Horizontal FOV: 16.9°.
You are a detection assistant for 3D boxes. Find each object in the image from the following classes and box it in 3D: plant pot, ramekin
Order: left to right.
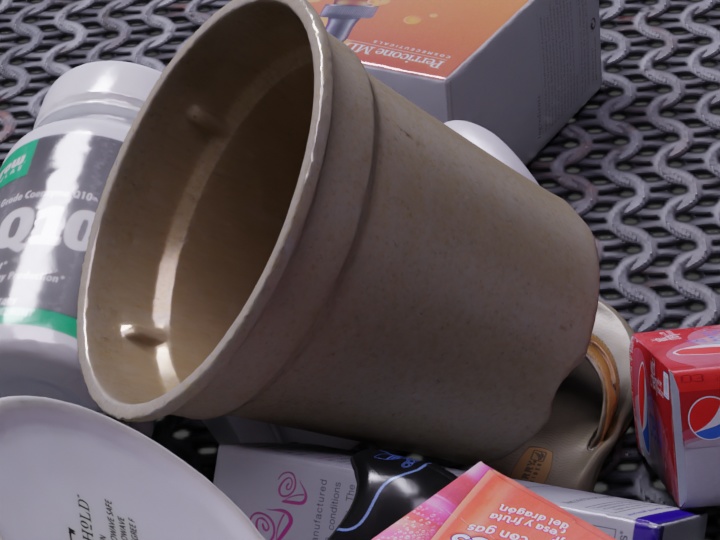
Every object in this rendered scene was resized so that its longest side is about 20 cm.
[{"bbox_3d":[-0.106,0.134,0.905,0.202,0.094,0.203,34,19,-14],"label":"ramekin"},{"bbox_3d":[0.000,0.000,1.097,0.183,0.201,0.201,23,21,-28],"label":"plant pot"}]

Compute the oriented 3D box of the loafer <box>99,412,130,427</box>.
[{"bbox_3d":[-0.140,0.130,1.063,0.076,0.068,0.200,-2,26,11],"label":"loafer"}]

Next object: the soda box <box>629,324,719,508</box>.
[{"bbox_3d":[0.170,0.064,1.134,0.070,0.064,0.200,-5,3,1],"label":"soda box"}]

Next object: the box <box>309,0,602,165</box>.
[{"bbox_3d":[0.040,-0.128,1.494,0.152,0.107,0.200,13,37,27],"label":"box"}]

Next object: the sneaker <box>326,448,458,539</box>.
[{"bbox_3d":[-0.011,0.169,0.983,0.078,0.200,0.070,31,4,29],"label":"sneaker"}]

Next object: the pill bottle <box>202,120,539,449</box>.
[{"bbox_3d":[0.004,0.018,1.245,0.200,0.113,0.112,-35,40,-13],"label":"pill bottle"}]

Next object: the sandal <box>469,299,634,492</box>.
[{"bbox_3d":[0.097,0.064,1.232,0.080,0.054,0.200,5,33,16],"label":"sandal"}]

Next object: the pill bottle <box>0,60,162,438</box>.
[{"bbox_3d":[-0.138,-0.003,1.211,0.113,0.113,0.200,2,48,12],"label":"pill bottle"}]

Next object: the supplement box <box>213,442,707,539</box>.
[{"bbox_3d":[0.038,0.139,1.052,0.199,0.102,0.103,9,1,20],"label":"supplement box"}]

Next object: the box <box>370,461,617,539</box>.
[{"bbox_3d":[0.048,0.190,0.910,0.102,0.201,0.095,-32,43,-33],"label":"box"}]
